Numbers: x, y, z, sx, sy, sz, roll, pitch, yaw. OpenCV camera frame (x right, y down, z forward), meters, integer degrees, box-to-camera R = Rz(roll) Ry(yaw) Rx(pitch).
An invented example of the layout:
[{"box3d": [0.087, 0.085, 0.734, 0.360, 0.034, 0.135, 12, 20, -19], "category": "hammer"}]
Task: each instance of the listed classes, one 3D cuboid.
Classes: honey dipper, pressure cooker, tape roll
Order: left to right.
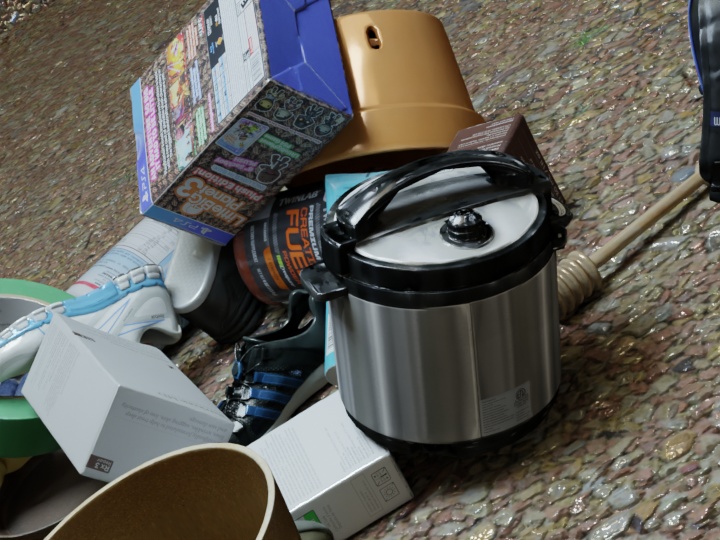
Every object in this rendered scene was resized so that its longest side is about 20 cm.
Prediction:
[{"box3d": [-0.324, 0.085, 1.466, 0.198, 0.049, 0.201, 9, 36, -7], "category": "tape roll"}, {"box3d": [0.062, 0.010, 1.164, 0.177, 0.202, 0.176, 7, 33, 23], "category": "pressure cooker"}, {"box3d": [0.222, -0.031, 1.304, 0.199, 0.038, 0.038, -37, 26, -21], "category": "honey dipper"}]

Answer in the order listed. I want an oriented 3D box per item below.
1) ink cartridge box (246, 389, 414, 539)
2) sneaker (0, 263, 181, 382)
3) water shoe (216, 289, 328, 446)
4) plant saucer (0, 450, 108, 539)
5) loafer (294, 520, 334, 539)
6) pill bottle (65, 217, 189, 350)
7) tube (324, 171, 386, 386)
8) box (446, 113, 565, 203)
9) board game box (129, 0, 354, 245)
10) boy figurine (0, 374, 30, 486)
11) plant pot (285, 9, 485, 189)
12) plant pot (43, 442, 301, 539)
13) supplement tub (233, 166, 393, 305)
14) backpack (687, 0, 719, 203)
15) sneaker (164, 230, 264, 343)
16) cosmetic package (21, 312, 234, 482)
[{"box3d": [-0.068, 0.178, 1.210, 0.199, 0.051, 0.109, -32, 29, -2], "category": "ink cartridge box"}, {"box3d": [-0.244, 0.068, 1.422, 0.199, 0.087, 0.075, -25, -8, -27], "category": "sneaker"}, {"box3d": [-0.091, 0.095, 1.359, 0.071, 0.079, 0.200, 2, 41, 50], "category": "water shoe"}, {"box3d": [-0.257, 0.178, 1.448, 0.198, 0.032, 0.201, -26, 26, 13], "category": "plant saucer"}, {"box3d": [-0.093, 0.251, 1.111, 0.199, 0.075, 0.070, -35, 57, -11], "category": "loafer"}, {"box3d": [-0.196, 0.001, 1.611, 0.108, 0.109, 0.200, 3, 41, 50], "category": "pill bottle"}, {"box3d": [0.000, 0.000, 1.367, 0.076, 0.051, 0.202, -2, 61, 10], "category": "tube"}, {"box3d": [0.102, -0.035, 1.360, 0.074, 0.101, 0.201, -12, 32, 34], "category": "box"}, {"box3d": [-0.113, -0.152, 1.460, 0.200, 0.096, 0.161, -41, 44, 34], "category": "board game box"}, {"box3d": [-0.340, 0.151, 1.479, 0.123, 0.065, 0.201, -13, 27, 20], "category": "boy figurine"}, {"box3d": [0.020, -0.159, 1.517, 0.197, 0.142, 0.200, -5, -8, -1], "category": "plant pot"}, {"box3d": [-0.086, 0.241, 0.949, 0.185, 0.201, 0.187, -24, 25, 12], "category": "plant pot"}, {"box3d": [-0.014, -0.035, 1.479, 0.198, 0.108, 0.107, -13, 30, 33], "category": "supplement tub"}, {"box3d": [0.348, -0.172, 1.236, 0.198, 0.193, 0.154, -14, 14, 31], "category": "backpack"}, {"box3d": [-0.126, -0.018, 1.561, 0.070, 0.099, 0.202, -5, 51, 29], "category": "sneaker"}, {"box3d": [-0.194, 0.113, 1.315, 0.200, 0.112, 0.082, 28, 96, 59], "category": "cosmetic package"}]
